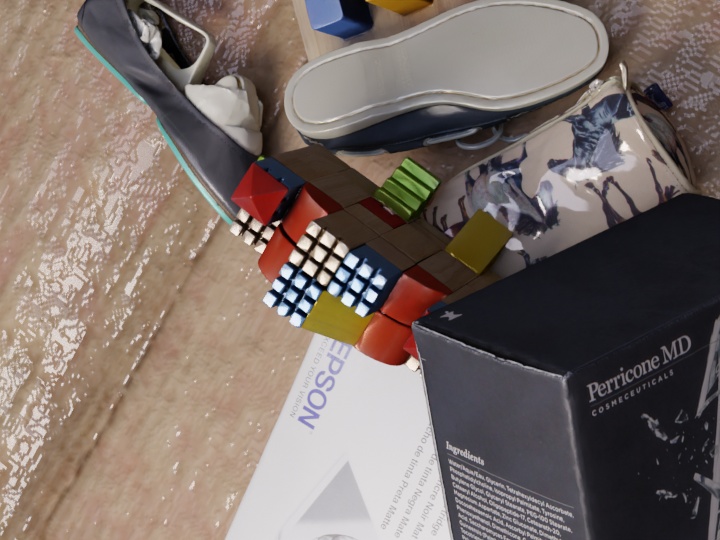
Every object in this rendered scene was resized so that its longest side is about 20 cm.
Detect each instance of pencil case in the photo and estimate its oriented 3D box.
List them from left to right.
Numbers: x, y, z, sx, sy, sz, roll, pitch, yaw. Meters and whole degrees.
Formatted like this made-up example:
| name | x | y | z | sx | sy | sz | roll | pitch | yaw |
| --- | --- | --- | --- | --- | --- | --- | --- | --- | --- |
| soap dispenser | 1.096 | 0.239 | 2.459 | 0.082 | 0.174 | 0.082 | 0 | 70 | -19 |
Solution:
| name | x | y | z | sx | sy | sz | roll | pitch | yaw |
| --- | --- | --- | --- | --- | --- | --- | --- | --- | --- |
| pencil case | 0.095 | -0.041 | 1.049 | 0.199 | 0.078 | 0.090 | -27 | 87 | 21 |

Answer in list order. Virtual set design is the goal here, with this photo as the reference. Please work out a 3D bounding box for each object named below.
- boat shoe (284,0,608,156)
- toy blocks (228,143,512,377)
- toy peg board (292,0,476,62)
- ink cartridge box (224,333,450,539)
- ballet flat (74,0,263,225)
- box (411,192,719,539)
| name | x | y | z | sx | sy | sz | roll | pitch | yaw |
| --- | --- | --- | --- | --- | --- | --- | --- | --- | --- |
| boat shoe | 0.055 | -0.109 | 1.076 | 0.199 | 0.062 | 0.075 | -16 | 66 | 14 |
| toy blocks | 0.000 | 0.000 | 0.973 | 0.200 | 0.137 | 0.100 | 37 | 109 | 11 |
| toy peg board | 0.020 | -0.242 | 1.077 | 0.198 | 0.098 | 0.201 | -19 | 81 | 22 |
| ink cartridge box | 0.025 | 0.155 | 1.064 | 0.199 | 0.041 | 0.201 | 27 | 100 | 22 |
| ballet flat | -0.109 | -0.115 | 1.149 | 0.073 | 0.073 | 0.200 | -45 | 70 | 17 |
| box | 0.149 | 0.091 | 0.911 | 0.124 | 0.199 | 0.198 | 16 | 124 | 53 |
